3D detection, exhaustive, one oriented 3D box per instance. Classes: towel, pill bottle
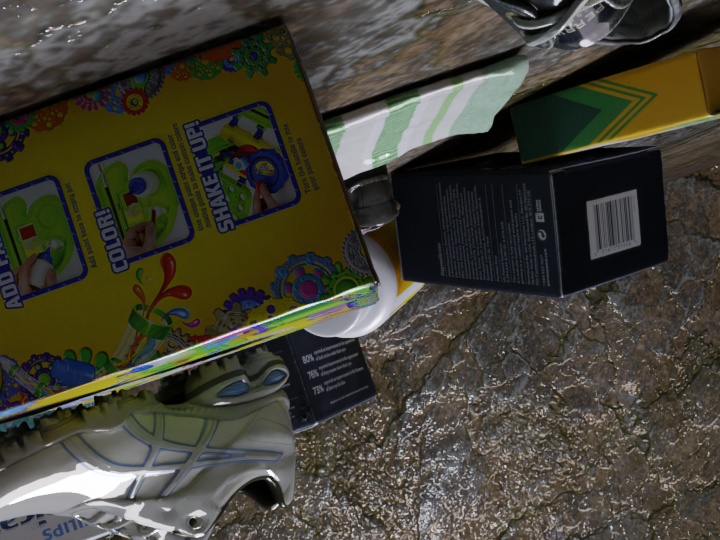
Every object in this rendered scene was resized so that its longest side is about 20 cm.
[{"bbox_3d":[0.008,-0.089,0.705,0.200,0.023,0.153,-19,175,-5],"label":"towel"},{"bbox_3d":[0.000,0.000,1.026,0.109,0.109,0.200,-22,-174,24],"label":"pill bottle"}]

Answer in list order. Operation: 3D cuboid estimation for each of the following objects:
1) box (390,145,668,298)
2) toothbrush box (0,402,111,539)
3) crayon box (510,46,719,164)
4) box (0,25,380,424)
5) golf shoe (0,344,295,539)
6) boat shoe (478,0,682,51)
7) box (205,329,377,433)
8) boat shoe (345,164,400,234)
[{"bbox_3d":[0.150,-0.049,0.924,0.148,0.107,0.200,-15,-168,-37],"label":"box"},{"bbox_3d":[-0.250,0.097,0.666,0.146,0.200,0.085,-18,173,-8],"label":"toothbrush box"},{"bbox_3d":[0.237,-0.135,0.802,0.126,0.052,0.200,-16,-176,-44],"label":"crayon box"},{"bbox_3d":[-0.099,-0.011,0.523,0.192,0.122,0.200,-20,176,-1],"label":"box"},{"bbox_3d":[-0.109,0.105,0.501,0.200,0.097,0.078,-14,176,-39],"label":"golf shoe"},{"bbox_3d":[0.072,-0.112,0.348,0.072,0.071,0.200,-23,174,38],"label":"boat shoe"},{"bbox_3d":[-0.084,0.065,1.059,0.104,0.200,0.148,-21,175,25],"label":"box"},{"bbox_3d":[-0.003,-0.052,0.896,0.067,0.057,0.200,-19,176,-6],"label":"boat shoe"}]
